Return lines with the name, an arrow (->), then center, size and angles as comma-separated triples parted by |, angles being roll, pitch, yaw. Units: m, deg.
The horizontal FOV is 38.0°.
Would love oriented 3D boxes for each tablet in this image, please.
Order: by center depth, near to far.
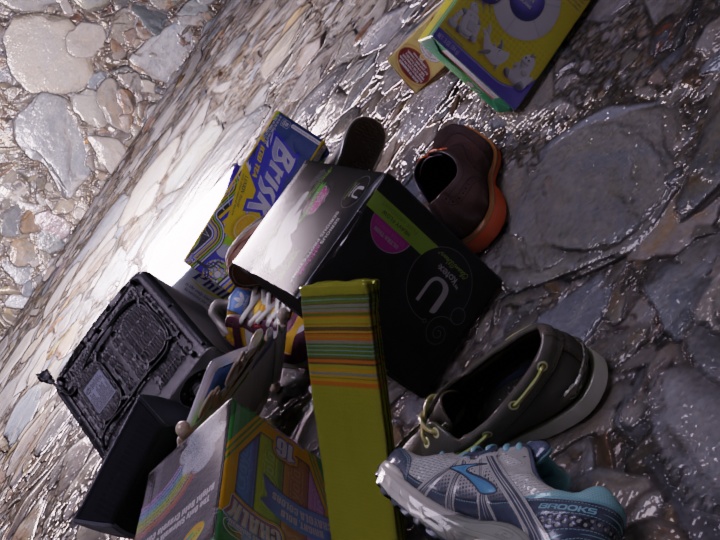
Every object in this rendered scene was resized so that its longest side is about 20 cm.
tablet -> -0.151, 0.169, 0.997 | 0.203, 0.013, 0.130 | -67, -13, 10

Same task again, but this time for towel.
towel -> -0.005, 0.108, 0.760 | 0.085, 0.018, 0.205 | -3, 95, 52

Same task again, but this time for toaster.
toaster -> -0.240, 0.120, 1.190 | 0.182, 0.118, 0.200 | -52, 52, 2

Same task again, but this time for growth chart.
growth chart -> -0.117, 0.123, 0.983 | 0.200, 0.017, 0.147 | -51, -20, -46

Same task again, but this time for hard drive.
hard drive -> -0.194, 0.195, 1.001 | 0.137, 0.042, 0.200 | -63, -14, -10

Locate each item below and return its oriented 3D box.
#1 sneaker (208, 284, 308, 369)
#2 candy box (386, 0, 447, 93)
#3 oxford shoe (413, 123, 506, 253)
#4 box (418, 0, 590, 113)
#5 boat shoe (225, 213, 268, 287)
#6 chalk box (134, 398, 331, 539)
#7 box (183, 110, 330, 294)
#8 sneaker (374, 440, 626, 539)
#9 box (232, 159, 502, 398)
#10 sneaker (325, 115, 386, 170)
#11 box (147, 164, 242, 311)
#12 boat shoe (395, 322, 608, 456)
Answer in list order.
sneaker -> -0.094, 0.053, 1.099 | 0.199, 0.090, 0.076 | -19, 39, 54
candy box -> 0.128, -0.288, 1.150 | 0.199, 0.056, 0.115 | -40, 2, 28
oxford shoe -> 0.087, -0.098, 0.979 | 0.071, 0.072, 0.201 | -45, 24, 20
box -> 0.160, -0.271, 1.026 | 0.202, 0.117, 0.048 | -56, 17, -7
boat shoe -> -0.047, -0.024, 1.070 | 0.197, 0.076, 0.072 | -21, 40, 8
chalk box -> -0.101, 0.231, 0.819 | 0.124, 0.123, 0.202 | -41, 26, 25
box -> -0.116, -0.074, 1.190 | 0.202, 0.069, 0.064 | -58, -7, -3
sneaker -> 0.087, 0.145, 0.647 | 0.087, 0.078, 0.199 | -51, 32, -13
box -> 0.000, 0.000, 0.912 | 0.125, 0.148, 0.200 | -53, 22, -6
sneaker -> -0.027, -0.076, 1.204 | 0.202, 0.072, 0.085 | -62, 4, -21
box -> -0.193, -0.004, 1.358 | 0.199, 0.104, 0.186 | -39, 27, 30
boat shoe -> 0.077, 0.102, 0.728 | 0.201, 0.060, 0.073 | -39, 29, 33
